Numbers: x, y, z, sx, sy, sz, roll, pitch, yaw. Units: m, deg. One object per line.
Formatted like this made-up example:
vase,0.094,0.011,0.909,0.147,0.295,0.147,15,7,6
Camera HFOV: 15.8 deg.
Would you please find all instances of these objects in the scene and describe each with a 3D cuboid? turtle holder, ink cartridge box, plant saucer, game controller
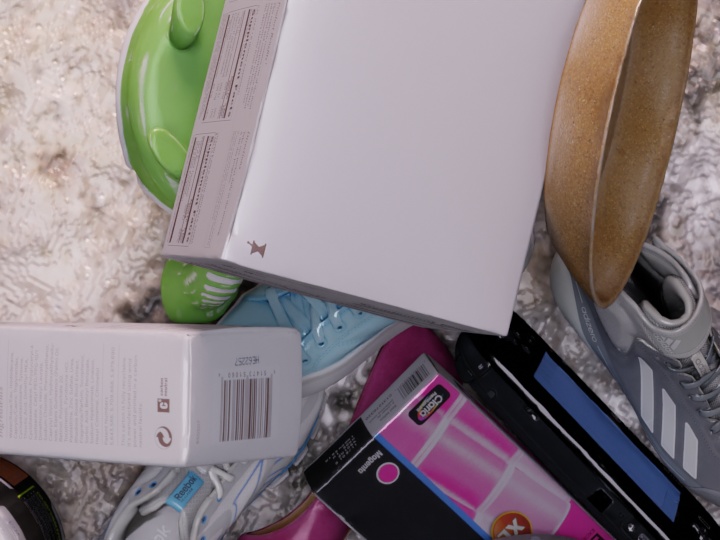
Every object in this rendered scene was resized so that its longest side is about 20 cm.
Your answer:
turtle holder,-0.063,-0.076,1.403,0.140,0.132,0.186,-21,99,-18
ink cartridge box,0.070,0.143,1.418,0.095,0.037,0.200,-45,115,5
plant saucer,0.129,-0.082,1.315,0.035,0.200,0.201,14,91,15
game controller,0.130,0.096,1.421,0.200,0.104,0.042,47,114,0

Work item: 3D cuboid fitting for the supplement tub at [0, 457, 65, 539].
supplement tub,-0.222,0.159,1.377,0.122,0.200,0.123,0,90,2

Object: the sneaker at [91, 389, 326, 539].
sneaker,-0.083,0.113,1.433,0.075,0.087,0.200,33,89,2

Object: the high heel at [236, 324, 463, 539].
high heel,-0.028,0.110,1.442,0.200,0.067,0.096,-32,95,-12

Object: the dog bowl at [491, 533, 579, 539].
dog bowl,0.087,0.231,1.406,0.199,0.059,0.201,-7,117,-15

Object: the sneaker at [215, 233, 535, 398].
sneaker,0.000,0.000,1.406,0.199,0.082,0.074,-29,63,-9

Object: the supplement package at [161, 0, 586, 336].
supplement package,0.009,-0.083,1.300,0.155,0.111,0.201,15,87,-19

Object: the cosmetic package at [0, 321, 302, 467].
cosmetic package,-0.138,0.062,1.379,0.199,0.102,0.074,2,91,35

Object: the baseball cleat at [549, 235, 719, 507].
baseball cleat,0.180,0.059,1.418,0.200,0.106,0.070,45,77,-2
